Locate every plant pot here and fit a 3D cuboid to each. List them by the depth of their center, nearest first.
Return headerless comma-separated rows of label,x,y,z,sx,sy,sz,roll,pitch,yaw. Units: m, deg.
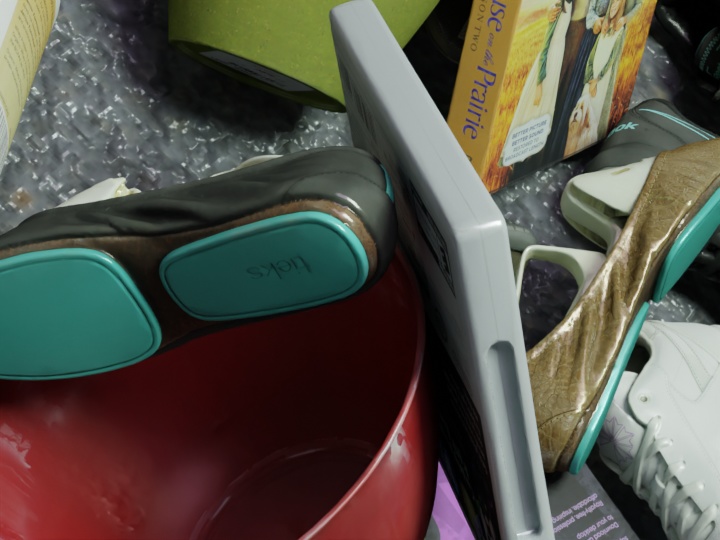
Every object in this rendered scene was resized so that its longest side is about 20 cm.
plant pot,-0.012,-0.184,1.043,0.186,0.187,0.202,21,87,-16

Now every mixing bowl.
mixing bowl,-0.046,0.081,0.867,0.109,0.198,0.201,58,34,-40

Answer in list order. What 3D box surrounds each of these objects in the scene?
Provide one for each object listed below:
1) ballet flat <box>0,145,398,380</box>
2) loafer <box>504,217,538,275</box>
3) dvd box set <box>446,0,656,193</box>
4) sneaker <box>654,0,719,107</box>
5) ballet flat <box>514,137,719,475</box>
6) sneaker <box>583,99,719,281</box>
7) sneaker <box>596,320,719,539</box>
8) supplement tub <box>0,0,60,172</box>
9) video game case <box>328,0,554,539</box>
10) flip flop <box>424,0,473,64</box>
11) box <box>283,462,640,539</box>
ballet flat,-0.073,-0.005,0.840,0.069,0.198,0.068,-71,144,-50
loafer,0.000,0.000,1.016,0.199,0.070,0.075,-2,23,-42
dvd box set,0.105,-0.146,1.073,0.029,0.202,0.146,27,30,27
sneaker,0.221,-0.090,1.180,0.079,0.076,0.201,4,36,-28
ballet flat,0.111,0.001,1.015,0.072,0.068,0.201,29,66,11
sneaker,0.208,-0.017,1.124,0.199,0.075,0.080,35,44,-6
sneaker,0.150,0.100,1.021,0.099,0.075,0.201,12,39,-15
supplement tub,-0.203,-0.096,0.903,0.143,0.145,0.201,24,50,-14
video game case,0.033,0.014,0.868,0.023,0.183,0.200,-15,31,-7
flip flop,0.048,-0.169,1.164,0.080,0.058,0.201,5,41,-21
box,0.070,0.149,0.965,0.142,0.036,0.201,-25,74,-39
